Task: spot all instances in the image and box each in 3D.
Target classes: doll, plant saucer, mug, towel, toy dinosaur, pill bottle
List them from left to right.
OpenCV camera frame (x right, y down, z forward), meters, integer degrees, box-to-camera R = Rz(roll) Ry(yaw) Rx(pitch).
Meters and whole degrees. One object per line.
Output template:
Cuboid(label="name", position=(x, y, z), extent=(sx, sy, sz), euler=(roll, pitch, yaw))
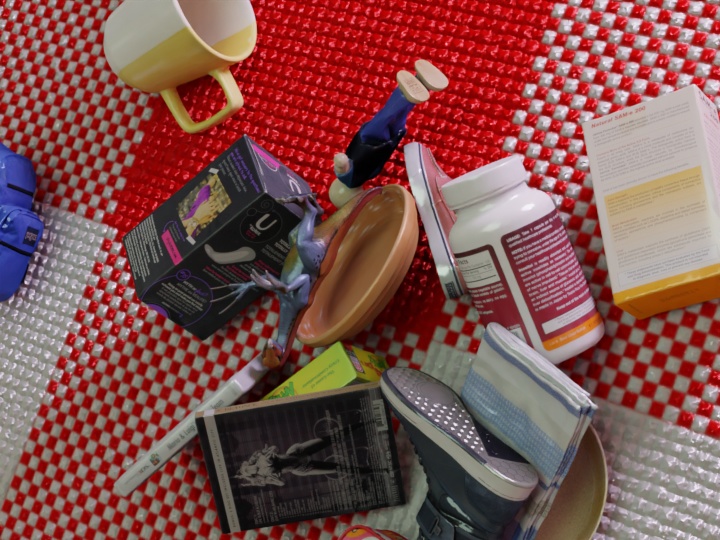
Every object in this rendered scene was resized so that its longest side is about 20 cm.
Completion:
Cuboid(label="mug", position=(-0.229, -0.274, 1.991), extent=(0.153, 0.149, 0.187), euler=(-25, 57, 32))
Cuboid(label="toy dinosaur", position=(-0.060, 0.011, 1.743), extent=(0.199, 0.105, 0.183), euler=(-6, 94, -7))
Cuboid(label="plant saucer", position=(0.000, 0.000, 1.776), extent=(0.200, 0.037, 0.201), euler=(-47, 23, 27))
Cuboid(label="doll", position=(0.016, -0.140, 1.803), extent=(0.048, 0.136, 0.200), euler=(44, 131, 9))
Cuboid(label="towel", position=(0.142, 0.167, 1.606), extent=(0.147, 0.024, 0.201), euler=(40, 124, 34))
Cuboid(label="pill bottle", position=(0.157, -0.007, 1.639), extent=(0.113, 0.113, 0.201), euler=(-20, 96, 25))
Cuboid(label="plant saucer", position=(0.163, 0.218, 1.661), extent=(0.199, 0.035, 0.201), euler=(-9, 72, 29))

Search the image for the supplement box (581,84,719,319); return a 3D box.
Cuboid(label="supplement box", position=(0.304, -0.066, 1.635), extent=(0.126, 0.073, 0.201), euler=(-17, 68, 27))

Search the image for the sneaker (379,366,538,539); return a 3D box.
Cuboid(label="sneaker", position=(0.070, 0.201, 1.620), extent=(0.202, 0.077, 0.147), euler=(44, 125, 33))

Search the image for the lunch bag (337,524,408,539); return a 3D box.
Cuboid(label="lunch bag", position=(0.002, 0.367, 1.688), extent=(0.176, 0.082, 0.201), euler=(29, 93, 35))

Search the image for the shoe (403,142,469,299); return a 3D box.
Cuboid(label="shoe", position=(0.110, -0.065, 1.764), extent=(0.091, 0.072, 0.201), euler=(-18, 54, 4))

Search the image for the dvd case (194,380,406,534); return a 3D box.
Cuboid(label="dvd case", position=(-0.061, 0.196, 1.712), extent=(0.199, 0.149, 0.016), euler=(-10, 27, 1))

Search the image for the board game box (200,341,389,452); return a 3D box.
Cuboid(label="board game box", position=(-0.064, 0.159, 1.779), extent=(0.200, 0.101, 0.048), euler=(-37, 63, 17))

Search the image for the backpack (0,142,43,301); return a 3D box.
Cuboid(label="backpack", position=(-0.487, -0.068, 2.080), extent=(0.167, 0.163, 0.201), euler=(22, 88, 5))

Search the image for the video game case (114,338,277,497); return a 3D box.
Cuboid(label="video game case", position=(-0.171, 0.157, 1.799), extent=(0.182, 0.200, 0.024), euler=(-41, 91, 15))

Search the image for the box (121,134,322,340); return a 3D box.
Cuboid(label="box", position=(-0.155, -0.036, 1.870), extent=(0.200, 0.122, 0.106), euler=(-37, 45, 17))
